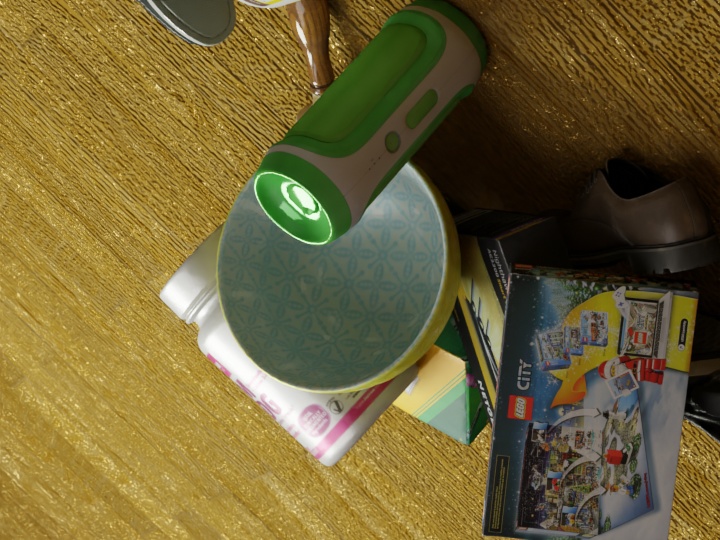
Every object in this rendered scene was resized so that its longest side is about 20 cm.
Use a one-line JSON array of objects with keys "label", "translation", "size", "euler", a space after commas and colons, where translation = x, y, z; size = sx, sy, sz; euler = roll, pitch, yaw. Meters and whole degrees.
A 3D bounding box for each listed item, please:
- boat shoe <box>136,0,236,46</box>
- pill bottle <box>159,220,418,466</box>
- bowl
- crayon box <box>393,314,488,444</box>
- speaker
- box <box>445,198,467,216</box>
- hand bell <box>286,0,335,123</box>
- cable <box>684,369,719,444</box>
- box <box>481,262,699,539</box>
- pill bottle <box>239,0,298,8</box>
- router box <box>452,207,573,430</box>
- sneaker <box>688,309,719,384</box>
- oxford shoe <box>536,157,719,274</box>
[{"label": "boat shoe", "translation": [-0.177, -0.259, 1.787], "size": [0.200, 0.076, 0.060], "euler": [56, 150, -3]}, {"label": "pill bottle", "translation": [-0.060, 0.054, 1.818], "size": [0.200, 0.113, 0.113], "euler": [43, 152, 2]}, {"label": "bowl", "translation": [0.000, 0.000, 1.724], "size": [0.200, 0.200, 0.108], "euler": [24, -176, 28]}, {"label": "crayon box", "translation": [0.026, 0.051, 1.882], "size": [0.200, 0.058, 0.119], "euler": [28, 147, 24]}, {"label": "speaker", "translation": [0.009, -0.110, 1.629], "size": [0.088, 0.200, 0.088], "euler": [30, 150, 19]}, {"label": "box", "translation": [0.076, 0.023, 1.896], "size": [0.161, 0.049, 0.200], "euler": [31, 148, 15]}, {"label": "hand bell", "translation": [-0.031, -0.154, 1.766], "size": [0.104, 0.104, 0.200], "euler": [17, 130, 37]}, {"label": "cable", "translation": [0.259, 0.095, 1.653], "size": [0.200, 0.050, 0.097], "euler": [8, 121, 47]}, {"label": "box", "translation": [0.166, 0.101, 1.621], "size": [0.136, 0.038, 0.200], "euler": [6, 102, 3]}, {"label": "pill bottle", "translation": [-0.023, -0.254, 1.562], "size": [0.109, 0.109, 0.200], "euler": [52, 150, -20]}, {"label": "router box", "translation": [0.128, 0.055, 1.716], "size": [0.200, 0.052, 0.157], "euler": [71, 163, -10]}, {"label": "sneaker", "translation": [0.291, 0.103, 1.717], "size": [0.202, 0.077, 0.146], "euler": [-1, 129, 49]}, {"label": "oxford shoe", "translation": [0.192, -0.045, 1.660], "size": [0.200, 0.073, 0.085], "euler": [-2, 105, 57]}]
